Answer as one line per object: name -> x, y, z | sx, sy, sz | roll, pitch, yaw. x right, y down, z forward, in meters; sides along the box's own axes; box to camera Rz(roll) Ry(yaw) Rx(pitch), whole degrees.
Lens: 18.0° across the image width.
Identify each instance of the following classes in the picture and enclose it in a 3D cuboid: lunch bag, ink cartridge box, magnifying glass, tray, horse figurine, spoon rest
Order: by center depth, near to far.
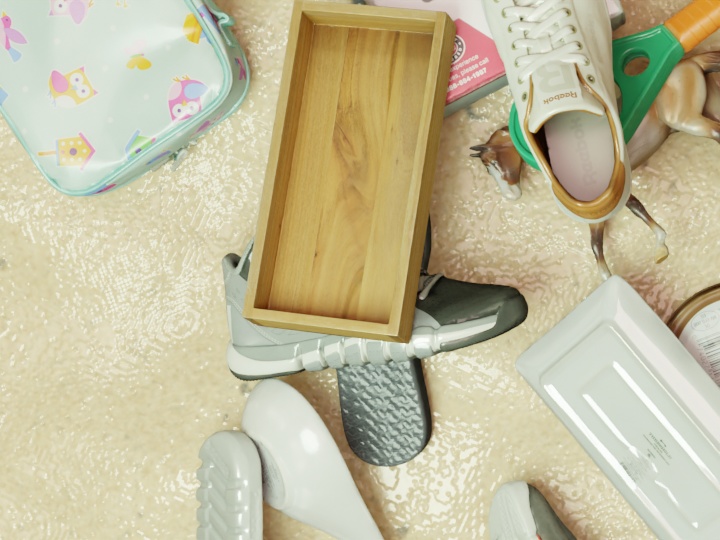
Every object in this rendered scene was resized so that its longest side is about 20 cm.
tray -> -0.005, -0.061, 1.384 | 0.098, 0.037, 0.201 | 6, 80, 16
magnifying glass -> 0.181, -0.133, 1.427 | 0.200, 0.022, 0.080 | -38, 55, 3
tray -> 0.190, 0.109, 1.434 | 0.200, 0.022, 0.107 | 50, 126, 5
horse figurine -> 0.186, -0.079, 1.443 | 0.200, 0.050, 0.133 | -36, 72, 11
ink cartridge box -> 0.061, -0.216, 1.449 | 0.145, 0.083, 0.200 | -27, 87, 6
spoon rest -> -0.023, 0.161, 1.460 | 0.061, 0.099, 0.200 | -22, 97, -28
lunch bag -> -0.171, -0.154, 1.481 | 0.160, 0.077, 0.200 | -33, 85, 4

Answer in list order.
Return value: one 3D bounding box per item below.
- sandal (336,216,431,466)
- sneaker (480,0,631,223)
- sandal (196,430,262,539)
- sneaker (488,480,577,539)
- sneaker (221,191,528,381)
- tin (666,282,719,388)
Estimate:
sandal -> 0.011, 0.026, 1.478 | 0.076, 0.043, 0.201 | 2, 99, 14
sneaker -> 0.121, -0.127, 1.360 | 0.073, 0.085, 0.200 | -19, 88, 7
sandal -> -0.072, 0.202, 1.459 | 0.050, 0.082, 0.203 | -7, 108, -30
sneaker -> 0.152, 0.218, 1.449 | 0.082, 0.077, 0.200 | -26, 86, -21
sneaker -> 0.000, 0.000, 1.417 | 0.199, 0.075, 0.116 | -10, 94, 17
tin -> 0.285, 0.047, 1.441 | 0.200, 0.042, 0.112 | -22, 91, 6
